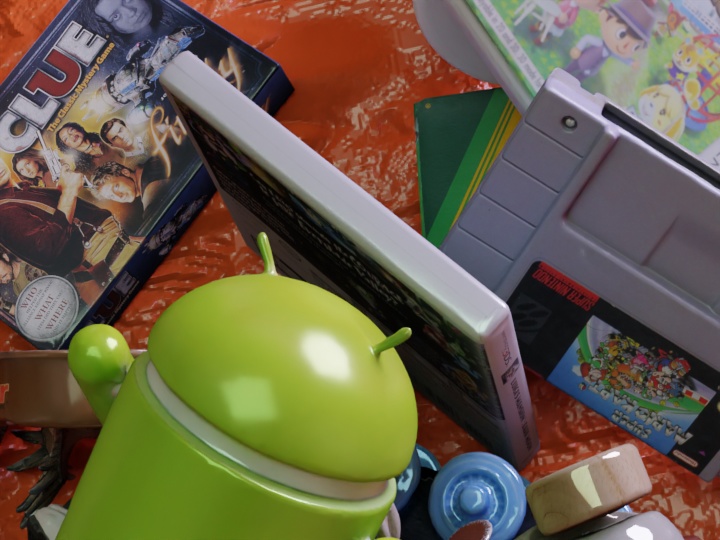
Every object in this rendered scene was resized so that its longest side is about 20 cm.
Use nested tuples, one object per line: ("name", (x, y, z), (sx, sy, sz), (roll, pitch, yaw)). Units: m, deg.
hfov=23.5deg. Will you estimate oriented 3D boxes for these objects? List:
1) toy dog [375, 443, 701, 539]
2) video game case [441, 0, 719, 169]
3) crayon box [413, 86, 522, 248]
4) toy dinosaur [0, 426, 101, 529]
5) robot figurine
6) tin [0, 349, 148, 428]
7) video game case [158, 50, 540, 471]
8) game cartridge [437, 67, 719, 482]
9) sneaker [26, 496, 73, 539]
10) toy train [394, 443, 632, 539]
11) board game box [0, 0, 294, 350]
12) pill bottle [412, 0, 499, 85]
("toy dog", (0.069, 0.141, 0.726), (0.198, 0.096, 0.134), (-7, 84, 33))
("video game case", (0.141, -0.132, 0.790), (0.182, 0.022, 0.201), (-39, 106, -4))
("crayon box", (0.130, -0.034, 0.865), (0.197, 0.058, 0.120), (-7, 68, 11))
("toy dinosaur", (-0.214, 0.083, 0.894), (0.199, 0.136, 0.086), (-23, 33, 35))
("robot figurine", (-0.052, 0.091, 0.680), (0.175, 0.115, 0.202), (32, 106, 24))
("tin", (-0.079, 0.056, 0.823), (0.198, 0.112, 0.042), (1, 82, -26))
("video game case", (0.000, 0.000, 0.816), (0.200, 0.182, 0.023), (40, 78, 23))
("game cartridge", (0.138, 0.014, 0.785), (0.199, 0.038, 0.130), (32, 119, -1))
("sneaker", (-0.078, 0.177, 0.831), (0.079, 0.074, 0.200), (-32, 70, -26))
("toy train", (0.050, 0.145, 0.806), (0.198, 0.087, 0.116), (15, 80, 18))
("board game box", (-0.149, -0.062, 0.956), (0.135, 0.035, 0.201), (33, 80, 22))
("pill bottle", (0.083, -0.200, 0.889), (0.111, 0.113, 0.201), (-7, 46, 11))
